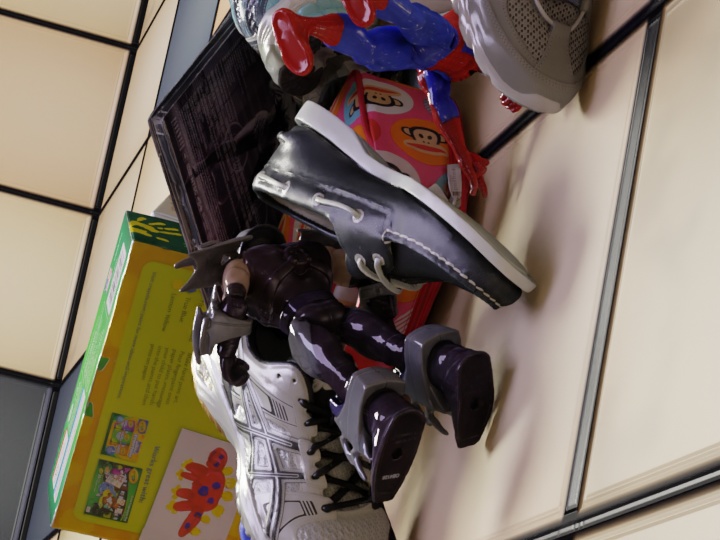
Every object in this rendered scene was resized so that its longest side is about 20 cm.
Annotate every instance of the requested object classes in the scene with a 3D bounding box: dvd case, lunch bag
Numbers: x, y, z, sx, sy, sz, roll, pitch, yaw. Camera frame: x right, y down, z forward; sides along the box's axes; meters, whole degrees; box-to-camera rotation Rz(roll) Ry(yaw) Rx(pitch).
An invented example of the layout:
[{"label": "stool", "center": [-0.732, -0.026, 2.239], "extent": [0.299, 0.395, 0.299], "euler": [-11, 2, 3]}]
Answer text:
[{"label": "dvd case", "center": [-0.067, -0.083, 1.570], "extent": [0.200, 0.016, 0.150], "euler": [-57, -40, -48]}, {"label": "lunch bag", "center": [0.000, 0.000, 1.487], "extent": [0.177, 0.081, 0.201], "euler": [-96, 24, -59]}]

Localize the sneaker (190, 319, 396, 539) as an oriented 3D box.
[{"label": "sneaker", "center": [-0.030, 0.090, 1.385], "extent": [0.201, 0.075, 0.088], "euler": [59, 138, 26]}]

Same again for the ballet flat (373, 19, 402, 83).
[{"label": "ballet flat", "center": [0.007, -0.187, 1.710], "extent": [0.065, 0.070, 0.202], "euler": [70, -160, -69]}]

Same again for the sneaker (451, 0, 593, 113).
[{"label": "sneaker", "center": [0.095, -0.179, 1.269], "extent": [0.082, 0.074, 0.202], "euler": [-17, 68, 51]}]

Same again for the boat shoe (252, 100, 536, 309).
[{"label": "boat shoe", "center": [0.015, -0.020, 1.312], "extent": [0.060, 0.076, 0.200], "euler": [-51, 38, -2]}]

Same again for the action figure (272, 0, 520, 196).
[{"label": "action figure", "center": [0.040, -0.097, 1.311], "extent": [0.065, 0.200, 0.099], "euler": [-33, 77, 25]}]

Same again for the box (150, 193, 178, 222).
[{"label": "box", "center": [-0.090, -0.019, 1.790], "extent": [0.200, 0.094, 0.078], "euler": [-61, -11, -70]}]

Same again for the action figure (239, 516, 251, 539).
[{"label": "action figure", "center": [-0.077, 0.183, 1.489], "extent": [0.065, 0.098, 0.201], "euler": [33, 138, 60]}]

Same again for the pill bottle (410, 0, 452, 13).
[{"label": "pill bottle", "center": [0.019, -0.216, 1.570], "extent": [0.200, 0.119, 0.121], "euler": [-154, 79, -78]}]

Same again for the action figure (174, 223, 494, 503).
[{"label": "action figure", "center": [-0.019, 0.033, 1.331], "extent": [0.200, 0.129, 0.070], "euler": [42, 140, 44]}]

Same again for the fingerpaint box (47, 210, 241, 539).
[{"label": "fingerpaint box", "center": [-0.097, 0.081, 1.644], "extent": [0.073, 0.166, 0.201], "euler": [-115, 40, -70]}]

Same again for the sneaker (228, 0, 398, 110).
[{"label": "sneaker", "center": [-0.031, -0.148, 1.537], "extent": [0.077, 0.086, 0.200], "euler": [-39, -15, 0]}]
